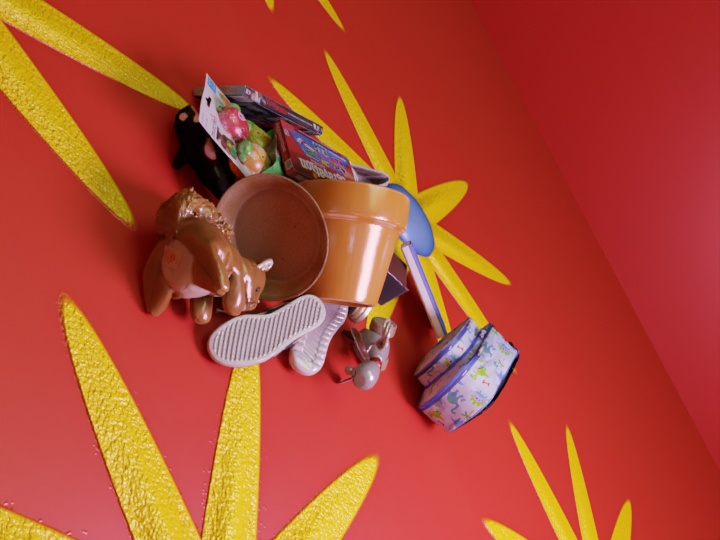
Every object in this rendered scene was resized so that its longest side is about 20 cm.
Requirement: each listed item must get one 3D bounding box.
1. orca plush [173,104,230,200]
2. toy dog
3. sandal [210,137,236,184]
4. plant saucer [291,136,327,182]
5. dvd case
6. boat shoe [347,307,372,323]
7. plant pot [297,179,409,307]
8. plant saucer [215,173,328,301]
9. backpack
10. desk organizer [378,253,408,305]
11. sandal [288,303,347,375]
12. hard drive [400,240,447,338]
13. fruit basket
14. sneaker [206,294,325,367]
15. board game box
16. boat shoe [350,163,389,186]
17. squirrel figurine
[{"bbox_3d":[-0.271,-0.173,1.238,0.201,0.071,0.105,68,-15,-4],"label":"orca plush"},{"bbox_3d":[0.000,0.138,1.308,0.200,0.096,0.133,43,63,-82],"label":"toy dog"},{"bbox_3d":[-0.219,-0.161,1.307,0.200,0.045,0.075,56,22,22],"label":"sandal"},{"bbox_3d":[-0.114,-0.173,1.372,0.199,0.027,0.201,8,63,-15],"label":"plant saucer"},{"bbox_3d":[-0.184,-0.290,1.375,0.200,0.146,0.022,17,86,-48],"label":"dvd case"},{"bbox_3d":[0.000,0.000,1.375,0.066,0.074,0.201,32,54,-28],"label":"boat shoe"},{"bbox_3d":[-0.025,-0.037,1.246,0.200,0.199,0.184,15,78,-50],"label":"plant pot"},{"bbox_3d":[-0.137,-0.053,1.175,0.201,0.200,0.035,59,23,-1],"label":"plant saucer"},{"bbox_3d":[0.193,0.205,1.465,0.147,0.183,0.200,41,37,0],"label":"backpack"},{"bbox_3d":[0.007,-0.028,1.490,0.200,0.072,0.077,42,33,-28],"label":"desk organizer"},{"bbox_3d":[-0.082,0.099,1.277,0.082,0.050,0.203,35,41,-9],"label":"sandal"},{"bbox_3d":[0.134,0.037,1.591,0.132,0.025,0.201,-57,125,-83],"label":"hard drive"},{"bbox_3d":[-0.189,-0.214,1.230,0.200,0.093,0.186,57,14,-34],"label":"fruit basket"},{"bbox_3d":[-0.150,0.100,1.154,0.199,0.079,0.079,-19,83,-34],"label":"sneaker"},{"bbox_3d":[-0.070,-0.181,1.299,0.200,0.019,0.103,20,49,-54],"label":"board game box"},{"bbox_3d":[-0.014,-0.186,1.506,0.202,0.065,0.075,10,55,-58],"label":"boat shoe"},{"bbox_3d":[-0.213,-0.022,1.102,0.186,0.141,0.201,12,57,-59],"label":"squirrel figurine"}]
